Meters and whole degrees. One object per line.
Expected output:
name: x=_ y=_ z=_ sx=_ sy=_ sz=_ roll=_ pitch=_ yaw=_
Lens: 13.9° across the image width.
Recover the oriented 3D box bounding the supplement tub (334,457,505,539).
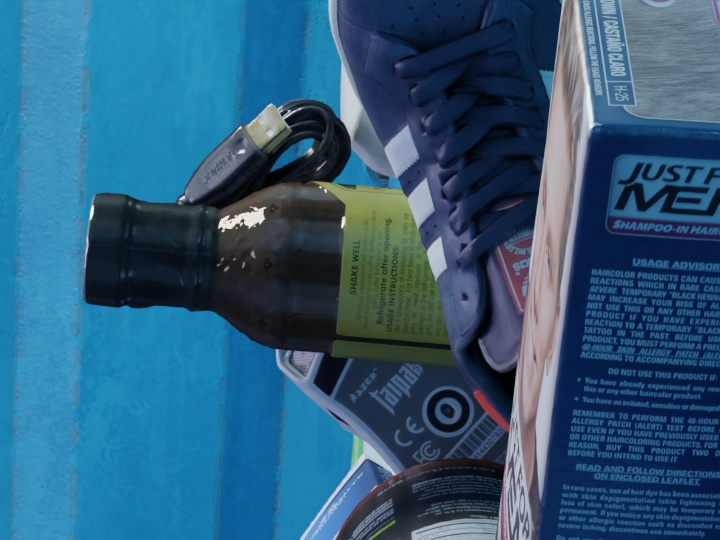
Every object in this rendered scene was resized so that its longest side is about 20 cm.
supplement tub: x=0.039 y=0.139 z=1.021 sx=0.200 sy=0.106 sz=0.108 roll=-95 pitch=9 yaw=-78

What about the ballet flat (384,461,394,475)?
ballet flat: x=0.040 y=0.053 z=1.243 sx=0.200 sy=0.073 sz=0.074 roll=97 pitch=176 yaw=-64

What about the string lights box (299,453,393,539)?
string lights box: x=0.028 y=0.135 z=1.243 sx=0.059 sy=0.103 sz=0.200 roll=-53 pitch=1 yaw=-1

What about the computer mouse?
computer mouse: x=0.007 y=0.030 z=1.136 sx=0.110 sy=0.200 sz=0.044 roll=-46 pitch=6 yaw=7

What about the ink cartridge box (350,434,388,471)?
ink cartridge box: x=0.028 y=0.205 z=1.519 sx=0.146 sy=0.087 sz=0.201 roll=-89 pitch=5 yaw=-59

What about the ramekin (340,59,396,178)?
ramekin: x=0.049 y=-0.121 z=1.151 sx=0.202 sy=0.094 sz=0.204 roll=-173 pitch=90 yaw=-85

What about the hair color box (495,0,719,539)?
hair color box: x=0.076 y=0.025 z=0.815 sx=0.100 sy=0.060 sz=0.201 roll=-90 pitch=5 yaw=-59

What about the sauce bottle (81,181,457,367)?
sauce bottle: x=0.000 y=0.000 z=1.069 sx=0.065 sy=0.199 sz=0.065 roll=-174 pitch=90 yaw=-87

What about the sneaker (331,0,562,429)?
sneaker: x=0.048 y=-0.023 z=0.925 sx=0.085 sy=0.075 sz=0.201 roll=-100 pitch=-13 yaw=-59
